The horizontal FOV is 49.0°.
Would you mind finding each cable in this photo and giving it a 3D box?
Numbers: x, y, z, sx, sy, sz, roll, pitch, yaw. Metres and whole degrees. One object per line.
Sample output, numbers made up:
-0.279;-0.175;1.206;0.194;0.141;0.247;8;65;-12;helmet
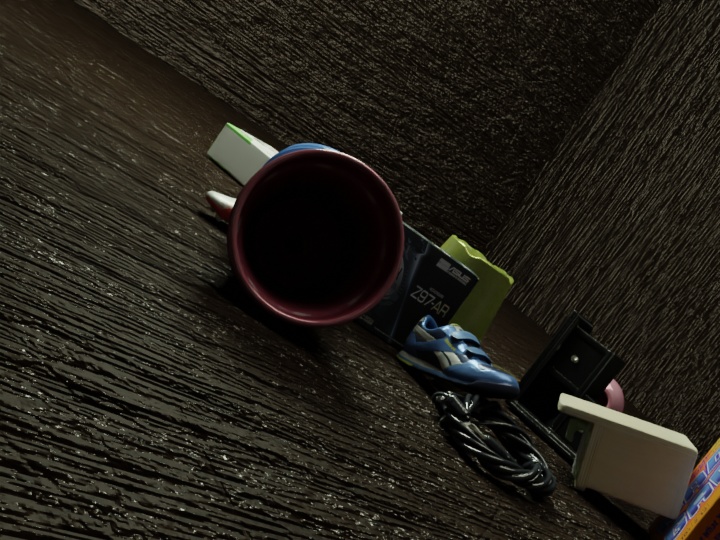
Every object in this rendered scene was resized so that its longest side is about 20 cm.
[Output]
0.181;0.214;0.988;0.199;0.051;0.163;30;8;-44;cable

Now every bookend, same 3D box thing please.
0.386;0.213;1.329;0.200;0.200;0.092;42;9;35;bookend

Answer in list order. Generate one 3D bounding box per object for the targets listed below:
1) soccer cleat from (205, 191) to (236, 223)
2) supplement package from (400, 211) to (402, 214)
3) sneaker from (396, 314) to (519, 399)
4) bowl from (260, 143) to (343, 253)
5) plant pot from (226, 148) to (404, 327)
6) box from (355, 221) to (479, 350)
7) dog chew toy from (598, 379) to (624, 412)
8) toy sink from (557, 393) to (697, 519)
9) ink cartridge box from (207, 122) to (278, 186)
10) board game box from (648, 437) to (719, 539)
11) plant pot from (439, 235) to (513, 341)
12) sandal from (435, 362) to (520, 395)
-0.140;-0.079;1.185;0.199;0.086;0.069;32;9;-30;soccer cleat
-0.002;-0.183;2.248;0.199;0.118;0.117;30;11;-36;supplement package
0.137;0.119;1.089;0.199;0.083;0.074;19;-10;42;sneaker
-0.067;-0.071;1.087;0.200;0.201;0.039;36;31;3;bowl
-0.064;-0.036;0.952;0.199;0.201;0.179;34;-7;-11;plant pot
0.054;0.018;1.184;0.199;0.161;0.044;34;8;-17;box
0.522;0.292;1.774;0.124;0.125;0.200;38;0;15;dog chew toy
0.379;0.275;1.179;0.198;0.113;0.130;18;2;15;toy sink
-0.212;-0.221;1.699;0.145;0.084;0.200;39;8;19;ink cartridge box
0.542;0.371;1.078;0.199;0.201;0.200;37;8;14;board game box
0.153;0.051;1.331;0.199;0.185;0.200;34;8;-6;plant pot
0.174;0.174;1.220;0.080;0.055;0.199;34;20;33;sandal
